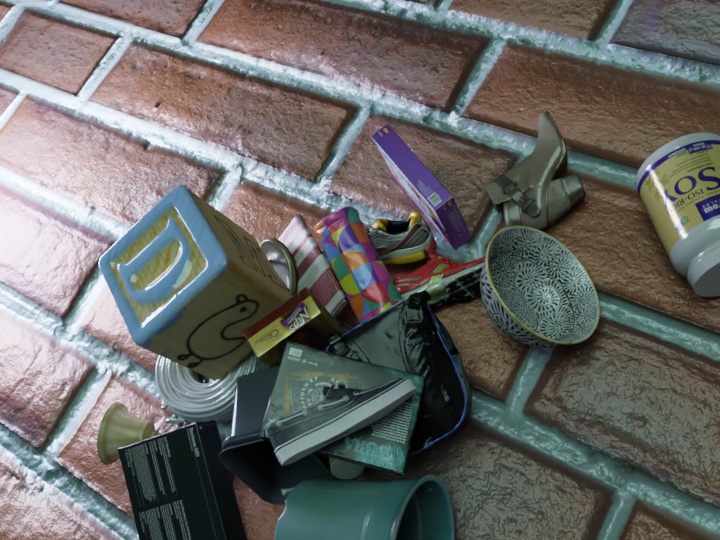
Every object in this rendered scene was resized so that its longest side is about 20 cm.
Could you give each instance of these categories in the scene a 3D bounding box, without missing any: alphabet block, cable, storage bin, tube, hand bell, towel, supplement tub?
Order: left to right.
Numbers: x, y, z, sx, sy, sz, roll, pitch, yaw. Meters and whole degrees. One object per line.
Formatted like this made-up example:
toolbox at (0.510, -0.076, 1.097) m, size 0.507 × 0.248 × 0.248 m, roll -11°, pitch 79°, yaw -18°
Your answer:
hand bell at (-0.321, 0.281, 1.329) m, size 0.198 × 0.104 × 0.105 m, roll 5°, pitch 65°, yaw 11°
alphabet block at (-0.255, 0.022, 1.262) m, size 0.195 × 0.200 × 0.197 m, roll -40°, pitch 55°, yaw 8°
cable at (-0.251, 0.161, 1.360) m, size 0.198 × 0.069 × 0.201 m, roll -2°, pitch 63°, yaw 21°
storage bin at (-0.127, 0.246, 1.205) m, size 0.145 × 0.200 × 0.135 m, roll -16°, pitch 48°, yaw 13°
towel at (-0.101, 0.023, 1.363) m, size 0.144 × 0.023 × 0.201 m, roll -51°, pitch 52°, yaw 28°
tube at (-0.033, 0.225, 1.217) m, size 0.058 × 0.052 × 0.201 m, roll -13°, pitch 36°, yaw 0°
supplement tub at (0.497, -0.079, 1.149) m, size 0.144 × 0.146 × 0.201 m, roll -20°, pitch 58°, yaw 10°

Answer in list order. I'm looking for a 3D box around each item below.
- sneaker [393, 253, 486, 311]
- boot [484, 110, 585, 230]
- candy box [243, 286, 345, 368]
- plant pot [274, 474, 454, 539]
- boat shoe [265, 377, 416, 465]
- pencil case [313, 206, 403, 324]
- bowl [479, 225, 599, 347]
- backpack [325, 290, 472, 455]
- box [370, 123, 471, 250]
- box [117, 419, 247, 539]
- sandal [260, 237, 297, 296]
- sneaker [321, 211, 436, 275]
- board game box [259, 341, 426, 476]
sneaker at (0.140, 0.004, 1.289) m, size 0.199 × 0.077 × 0.085 m, roll -18°, pitch 53°, yaw 11°
boot at (0.276, -0.158, 1.323) m, size 0.145 × 0.070 × 0.201 m, roll -22°, pitch 58°, yaw 12°
candy box at (-0.087, 0.113, 1.243) m, size 0.116 × 0.200 × 0.057 m, roll -35°, pitch 60°, yaw 0°
plant pot at (0.001, 0.372, 1.090) m, size 0.195 × 0.200 × 0.202 m, roll -1°, pitch 63°, yaw 29°
boat shoe at (-0.026, 0.177, 1.033) m, size 0.199 × 0.072 × 0.068 m, roll -27°, pitch 73°, yaw -3°
pencil case at (0.000, 0.000, 1.266) m, size 0.088 × 0.088 × 0.201 m, roll -27°, pitch 78°, yaw 6°
bowl at (0.247, 0.042, 1.193) m, size 0.094 × 0.199 × 0.202 m, roll -51°, pitch 43°, yaw 46°
backpack at (0.068, 0.163, 1.180) m, size 0.182 × 0.147 × 0.201 m, roll -28°, pitch 76°, yaw 7°
box at (0.102, -0.140, 1.340) m, size 0.039 × 0.137 × 0.200 m, roll -36°, pitch 57°, yaw 0°
box at (-0.272, 0.348, 1.231) m, size 0.140 × 0.079 × 0.201 m, roll -20°, pitch 79°, yaw 13°
sandal at (-0.149, 0.040, 1.355) m, size 0.080 × 0.054 × 0.202 m, roll -15°, pitch 73°, yaw 42°
sneaker at (0.023, -0.049, 1.345) m, size 0.199 × 0.083 × 0.078 m, roll -16°, pitch 27°, yaw 9°
board game box at (-0.023, 0.185, 1.079) m, size 0.198 × 0.028 × 0.136 m, roll 14°, pitch 70°, yaw 5°
